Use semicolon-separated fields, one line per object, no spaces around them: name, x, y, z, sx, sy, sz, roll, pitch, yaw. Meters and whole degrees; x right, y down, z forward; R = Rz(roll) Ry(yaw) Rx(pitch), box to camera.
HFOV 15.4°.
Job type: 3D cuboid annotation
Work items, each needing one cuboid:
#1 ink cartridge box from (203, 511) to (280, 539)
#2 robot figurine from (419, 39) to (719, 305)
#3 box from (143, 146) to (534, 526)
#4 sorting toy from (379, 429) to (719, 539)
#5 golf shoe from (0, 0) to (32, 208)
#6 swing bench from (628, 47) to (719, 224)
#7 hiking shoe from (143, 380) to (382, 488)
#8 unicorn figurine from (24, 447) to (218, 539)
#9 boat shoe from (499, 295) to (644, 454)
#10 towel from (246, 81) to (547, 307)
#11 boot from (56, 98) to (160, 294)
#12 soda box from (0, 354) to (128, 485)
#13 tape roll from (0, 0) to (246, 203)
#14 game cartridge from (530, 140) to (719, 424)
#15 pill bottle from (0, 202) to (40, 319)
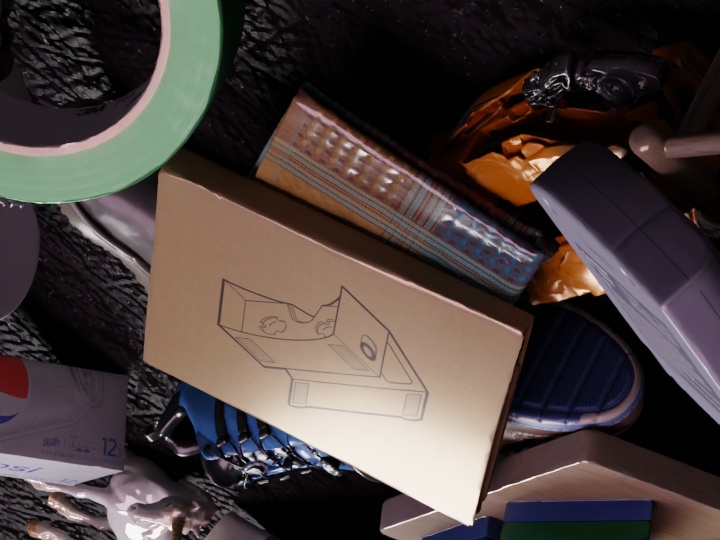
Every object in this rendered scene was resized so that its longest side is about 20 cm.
ink cartridge box;-0.025;0.243;1.674;0.145;0.084;0.200;44;169;-23
robot figurine;0.116;-0.047;1.242;0.145;0.058;0.200;43;147;-19
box;-0.016;0.035;1.345;0.199;0.021;0.164;26;143;12
sorting toy;0.140;0.167;1.444;0.199;0.070;0.198;22;154;-26
golf shoe;-0.209;-0.126;1.362;0.094;0.078;0.201;-29;99;40
swing bench;0.252;-0.033;1.078;0.198;0.130;0.200;-2;136;42
hiking shoe;-0.043;0.094;1.496;0.074;0.087;0.200;43;169;-30
unicorn figurine;-0.154;0.158;1.759;0.137;0.074;0.200;20;162;12
boat shoe;0.076;0.057;1.420;0.199;0.072;0.072;15;151;43
towel;0.000;0.000;1.330;0.146;0.022;0.200;33;144;0
boot;-0.051;-0.031;1.397;0.199;0.073;0.182;-4;138;48
soda box;-0.243;0.086;1.642;0.199;0.064;0.068;12;162;-33
tape roll;-0.156;-0.132;1.281;0.199;0.048;0.202;6;119;11
game cartridge;0.133;0.013;1.118;0.133;0.041;0.200;48;-178;-19
pill bottle;-0.290;-0.021;1.572;0.199;0.113;0.113;8;141;34
